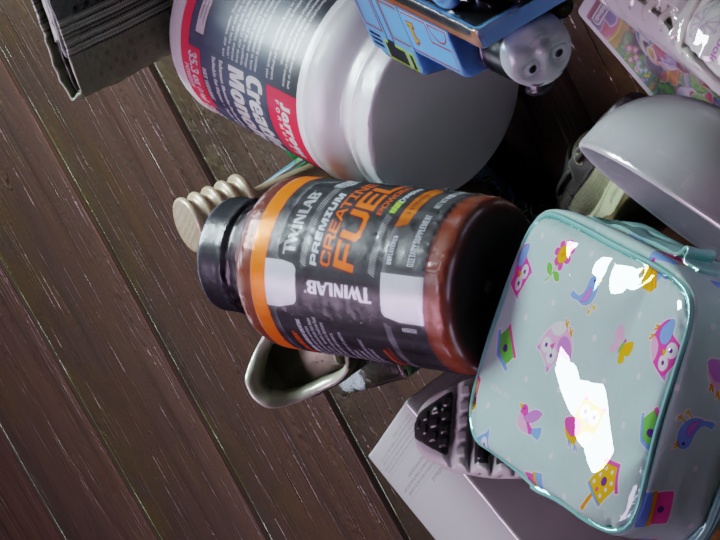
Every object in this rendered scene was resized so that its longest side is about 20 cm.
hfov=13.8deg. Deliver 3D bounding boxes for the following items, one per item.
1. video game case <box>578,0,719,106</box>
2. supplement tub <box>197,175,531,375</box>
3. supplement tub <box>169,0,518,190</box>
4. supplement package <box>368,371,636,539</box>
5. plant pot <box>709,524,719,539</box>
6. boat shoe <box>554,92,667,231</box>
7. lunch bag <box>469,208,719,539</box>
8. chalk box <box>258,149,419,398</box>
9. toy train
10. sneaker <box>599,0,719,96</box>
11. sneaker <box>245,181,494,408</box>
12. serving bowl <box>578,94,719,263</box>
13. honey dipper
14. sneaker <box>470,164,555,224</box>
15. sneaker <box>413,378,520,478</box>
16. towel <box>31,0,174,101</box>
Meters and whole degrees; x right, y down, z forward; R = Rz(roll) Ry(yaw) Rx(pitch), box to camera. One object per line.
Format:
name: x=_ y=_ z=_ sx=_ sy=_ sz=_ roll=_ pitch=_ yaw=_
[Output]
video game case: x=0.207 y=-0.103 z=1.631 sx=0.200 sy=0.018 sz=0.143 roll=50 pitch=156 yaw=9
supplement tub: x=0.000 y=0.000 z=1.765 sx=0.199 sy=0.107 sz=0.107 roll=6 pitch=131 yaw=35
supplement tub: x=-0.012 y=-0.135 z=1.851 sx=0.200 sy=0.140 sz=0.141 roll=30 pitch=147 yaw=43
supplement package: x=0.121 y=0.153 z=2.015 sx=0.200 sy=0.121 sz=0.120 roll=51 pitch=156 yaw=10
plant pot: x=0.224 y=0.096 z=1.708 sx=0.200 sy=0.186 sz=0.187 roll=59 pitch=162 yaw=31
boat shoe: x=0.153 y=-0.055 z=1.750 sx=0.200 sy=0.073 sz=0.065 roll=131 pitch=122 yaw=-71
lunch bag: x=0.147 y=0.054 z=1.627 sx=0.200 sy=0.077 sz=0.161 roll=32 pitch=106 yaw=58
chalk box: x=0.000 y=-0.035 z=1.993 sx=0.200 sy=0.124 sz=0.125 roll=57 pitch=158 yaw=-4
toy train: x=0.053 y=-0.160 z=1.617 sx=0.200 sy=0.087 sz=0.115 roll=34 pitch=154 yaw=60
sneaker: x=0.182 y=-0.138 z=1.521 sx=0.200 sy=0.075 sz=0.100 roll=36 pitch=-166 yaw=19
sneaker: x=0.003 y=0.025 z=1.864 sx=0.200 sy=0.090 sz=0.067 roll=-39 pitch=90 yaw=30
serving bowl: x=0.213 y=-0.034 z=1.557 sx=0.200 sy=0.066 sz=0.200 roll=35 pitch=180 yaw=0
honey dipper: x=-0.028 y=-0.066 z=1.903 sx=0.038 sy=0.199 sz=0.038 roll=45 pitch=149 yaw=36
sneaker: x=0.107 y=-0.027 z=1.890 sx=0.200 sy=0.078 sz=0.090 roll=45 pitch=138 yaw=11
sneaker: x=0.133 y=0.114 z=1.917 sx=0.199 sy=0.075 sz=0.081 roll=1 pitch=150 yaw=18
towel: x=-0.151 y=-0.229 z=1.884 sx=0.034 sy=0.200 sz=0.193 roll=-1 pitch=112 yaw=42
